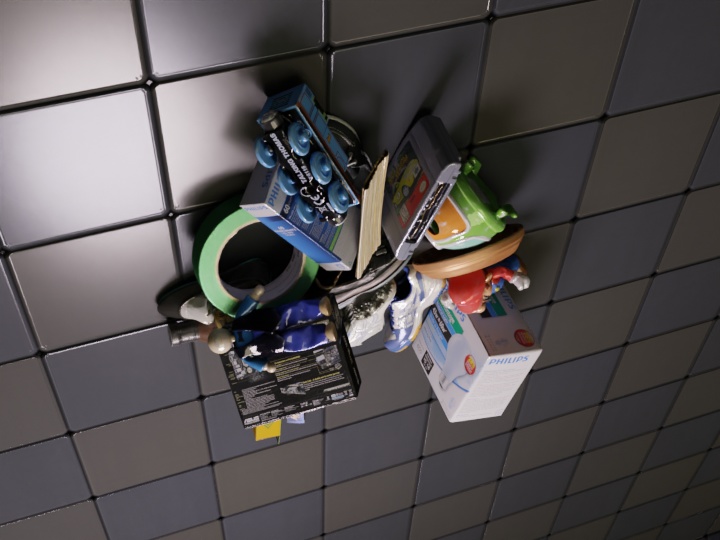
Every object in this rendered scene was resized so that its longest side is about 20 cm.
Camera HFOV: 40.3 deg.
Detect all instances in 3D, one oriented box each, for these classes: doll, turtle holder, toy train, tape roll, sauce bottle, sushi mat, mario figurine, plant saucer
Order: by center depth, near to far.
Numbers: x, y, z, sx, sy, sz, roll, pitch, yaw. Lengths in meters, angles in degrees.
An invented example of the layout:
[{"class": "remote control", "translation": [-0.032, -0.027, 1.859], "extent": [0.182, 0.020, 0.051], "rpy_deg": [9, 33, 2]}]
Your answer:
[{"class": "toy train", "translation": [-0.071, -0.158, 1.380], "extent": [0.086, 0.115, 0.201], "rpy_deg": [-15, 128, 30]}, {"class": "sushi mat", "translation": [0.017, -0.083, 1.495], "extent": [0.012, 0.096, 0.201], "rpy_deg": [20, 141, 13]}, {"class": "doll", "translation": [-0.141, 0.089, 1.524], "extent": [0.198, 0.138, 0.048], "rpy_deg": [-13, -178, 5]}, {"class": "tape roll", "translation": [-0.162, -0.022, 1.536], "extent": [0.199, 0.048, 0.202], "rpy_deg": [-12, 121, -19]}, {"class": "turtle holder", "translation": [0.165, -0.106, 1.617], "extent": [0.131, 0.186, 0.141], "rpy_deg": [-38, 107, 17]}, {"class": "sauce bottle", "translation": [-0.228, 0.091, 1.675], "extent": [0.198, 0.065, 0.065], "rpy_deg": [-13, 141, -18]}, {"class": "plant saucer", "translation": [0.187, -0.030, 1.675], "extent": [0.198, 0.200, 0.038], "rpy_deg": [-20, 98, -6]}, {"class": "mario figurine", "translation": [0.226, 0.035, 1.772], "extent": [0.199, 0.106, 0.124], "rpy_deg": [-21, 150, -52]}]

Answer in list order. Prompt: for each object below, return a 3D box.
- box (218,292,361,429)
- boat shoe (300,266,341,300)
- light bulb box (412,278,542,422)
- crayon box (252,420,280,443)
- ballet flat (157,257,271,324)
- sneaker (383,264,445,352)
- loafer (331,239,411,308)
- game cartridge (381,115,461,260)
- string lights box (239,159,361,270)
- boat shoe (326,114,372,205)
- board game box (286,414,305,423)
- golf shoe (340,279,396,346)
[{"class": "box", "translation": [-0.117, 0.147, 1.602], "extent": [0.198, 0.086, 0.165], "rpy_deg": [-17, 100, 8]}, {"class": "boat shoe", "translation": [-0.071, 0.008, 1.632], "extent": [0.074, 0.075, 0.203], "rpy_deg": [16, 121, -15]}, {"class": "light bulb box", "translation": [0.218, 0.147, 1.879], "extent": [0.124, 0.199, 0.201], "rpy_deg": [-4, 138, -28]}, {"class": "crayon box", "translation": [-0.183, 0.221, 1.804], "extent": [0.050, 0.128, 0.201], "rpy_deg": [-11, 140, -15]}, {"class": "ballet flat", "translation": [-0.238, 0.042, 1.608], "extent": [0.198, 0.069, 0.068], "rpy_deg": [-25, 143, 0]}, {"class": "sneaker", "translation": [0.077, 0.064, 1.817], "extent": [0.087, 0.076, 0.201], "rpy_deg": [11, 122, -27]}, {"class": "loafer", "translation": [0.000, 0.000, 1.692], "extent": [0.199, 0.072, 0.063], "rpy_deg": [-36, 129, 20]}, {"class": "game cartridge", "translation": [0.084, -0.133, 1.522], "extent": [0.041, 0.134, 0.201], "rpy_deg": [8, 131, -26]}, {"class": "string lights box", "translation": [-0.079, -0.092, 1.475], "extent": [0.059, 0.104, 0.200], "rpy_deg": [-1, 151, 44]}, {"class": "boat shoe", "translation": [-0.017, -0.160, 1.494], "extent": [0.075, 0.061, 0.200], "rpy_deg": [-34, 142, 12]}, {"class": "board game box", "translation": [-0.113, 0.164, 1.767], "extent": [0.034, 0.136, 0.201], "rpy_deg": [4, 140, 2]}, {"class": "golf shoe", "translation": [0.015, 0.073, 1.786], "extent": [0.097, 0.079, 0.200], "rpy_deg": [9, 141, -39]}]
